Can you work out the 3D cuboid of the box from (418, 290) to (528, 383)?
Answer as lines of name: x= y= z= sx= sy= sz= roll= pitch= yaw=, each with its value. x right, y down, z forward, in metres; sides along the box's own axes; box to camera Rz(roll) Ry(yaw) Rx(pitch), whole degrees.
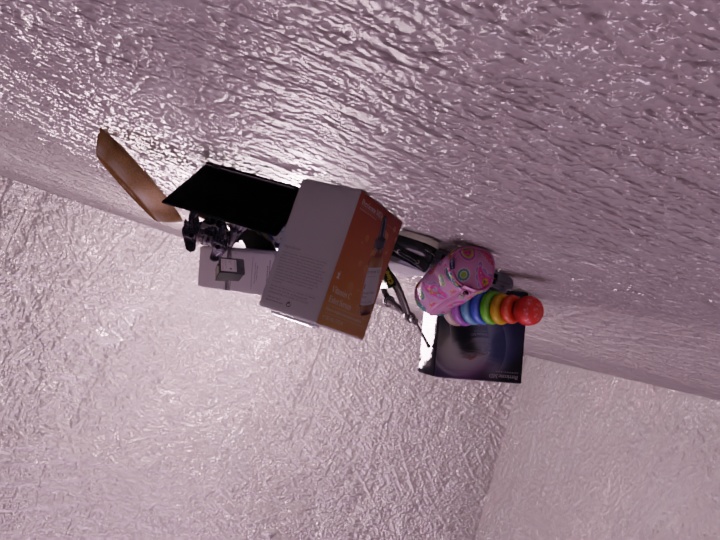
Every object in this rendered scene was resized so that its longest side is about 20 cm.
box: x=0.243 y=0.135 z=1.366 sx=0.200 sy=0.199 sz=0.123 roll=6 pitch=177 yaw=-12

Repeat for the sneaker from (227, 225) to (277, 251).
sneaker: x=-0.213 y=-0.055 z=1.413 sx=0.200 sy=0.084 sz=0.121 roll=56 pitch=-163 yaw=23

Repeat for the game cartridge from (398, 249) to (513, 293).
game cartridge: x=0.182 y=-0.002 z=1.235 sx=0.200 sy=0.041 sz=0.133 roll=20 pitch=170 yaw=-18

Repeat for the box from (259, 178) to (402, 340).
box: x=-0.040 y=-0.014 z=0.953 sx=0.106 sy=0.200 sz=0.152 roll=16 pitch=174 yaw=30

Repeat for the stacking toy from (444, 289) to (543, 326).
stacking toy: x=0.255 y=0.072 z=1.194 sx=0.085 sy=0.085 sz=0.200 roll=23 pitch=167 yaw=-42

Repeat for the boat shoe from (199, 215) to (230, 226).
boat shoe: x=-0.252 y=-0.116 z=1.261 sx=0.200 sy=0.073 sz=0.065 roll=15 pitch=169 yaw=19

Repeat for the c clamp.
c clamp: x=0.075 y=0.064 z=1.369 sx=0.171 sy=0.027 sz=0.200 roll=66 pitch=170 yaw=-24

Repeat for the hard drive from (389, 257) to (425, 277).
hard drive: x=0.078 y=-0.018 z=1.431 sx=0.132 sy=0.027 sz=0.200 roll=19 pitch=175 yaw=-9

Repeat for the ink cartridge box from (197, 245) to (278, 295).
ink cartridge box: x=-0.197 y=0.001 z=1.236 sx=0.200 sy=0.084 sz=0.145 roll=6 pitch=-178 yaw=34

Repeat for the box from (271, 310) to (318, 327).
box: x=-0.113 y=0.017 z=1.392 sx=0.106 sy=0.200 sz=0.152 roll=19 pitch=174 yaw=-3

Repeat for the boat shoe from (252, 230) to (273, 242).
boat shoe: x=-0.198 y=-0.103 z=1.314 sx=0.200 sy=0.067 sz=0.057 roll=20 pitch=-168 yaw=24

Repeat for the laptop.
laptop: x=-0.180 y=-0.093 z=1.021 sx=0.187 sy=0.116 sz=0.200 roll=17 pitch=163 yaw=11

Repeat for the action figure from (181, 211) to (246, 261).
action figure: x=-0.263 y=-0.084 z=1.142 sx=0.119 sy=0.102 sz=0.200 roll=22 pitch=-169 yaw=-12

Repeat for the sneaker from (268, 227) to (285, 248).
sneaker: x=-0.158 y=-0.089 z=1.167 sx=0.200 sy=0.088 sz=0.075 roll=19 pitch=176 yaw=2

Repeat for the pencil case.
pencil case: x=0.159 y=0.023 z=1.094 sx=0.087 sy=0.088 sz=0.200 roll=19 pitch=161 yaw=-9

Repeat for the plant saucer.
plant saucer: x=-0.382 y=-0.149 z=1.069 sx=0.200 sy=0.035 sz=0.200 roll=43 pitch=165 yaw=14

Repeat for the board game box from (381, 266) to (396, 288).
board game box: x=0.024 y=-0.011 z=1.352 sx=0.023 sy=0.105 sz=0.200 roll=-22 pitch=-178 yaw=-12

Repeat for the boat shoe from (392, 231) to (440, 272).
boat shoe: x=0.036 y=-0.044 z=1.111 sx=0.199 sy=0.066 sz=0.075 roll=16 pitch=175 yaw=12
